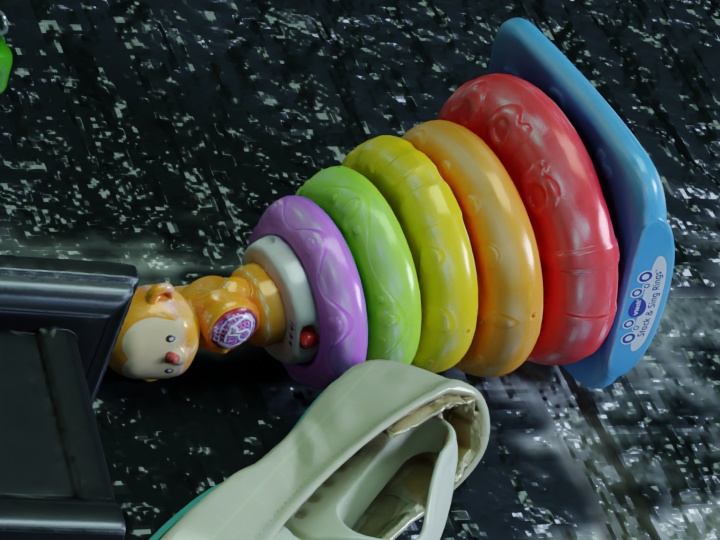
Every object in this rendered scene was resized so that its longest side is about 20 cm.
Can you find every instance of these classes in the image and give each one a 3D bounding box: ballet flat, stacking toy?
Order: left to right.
[{"bbox_3d":[-0.017,0.088,0.920,0.069,0.070,0.200,32,40,10],"label":"ballet flat"},{"bbox_3d":[0.000,0.000,1.024,0.200,0.116,0.110,-16,50,-25],"label":"stacking toy"}]

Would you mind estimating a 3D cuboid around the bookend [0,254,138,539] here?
[{"bbox_3d":[-0.152,0.092,0.833,0.199,0.092,0.200,5,43,-23],"label":"bookend"}]

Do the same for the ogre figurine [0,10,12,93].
[{"bbox_3d":[-0.229,-0.099,1.018,0.200,0.098,0.120,42,21,-2],"label":"ogre figurine"}]
